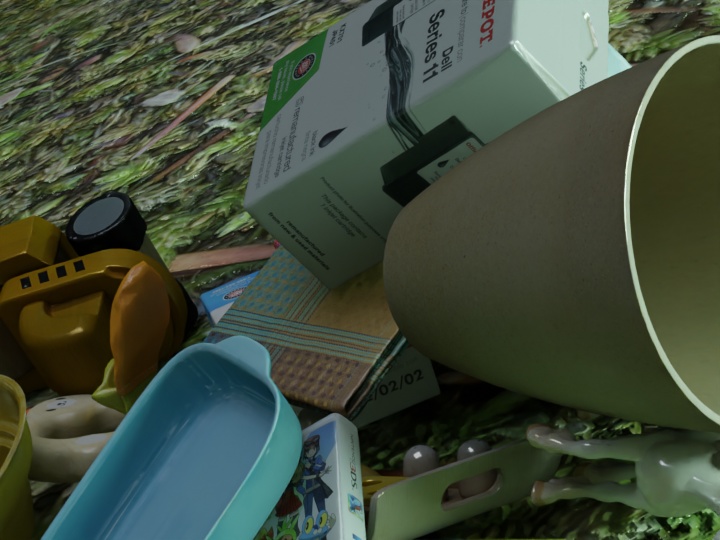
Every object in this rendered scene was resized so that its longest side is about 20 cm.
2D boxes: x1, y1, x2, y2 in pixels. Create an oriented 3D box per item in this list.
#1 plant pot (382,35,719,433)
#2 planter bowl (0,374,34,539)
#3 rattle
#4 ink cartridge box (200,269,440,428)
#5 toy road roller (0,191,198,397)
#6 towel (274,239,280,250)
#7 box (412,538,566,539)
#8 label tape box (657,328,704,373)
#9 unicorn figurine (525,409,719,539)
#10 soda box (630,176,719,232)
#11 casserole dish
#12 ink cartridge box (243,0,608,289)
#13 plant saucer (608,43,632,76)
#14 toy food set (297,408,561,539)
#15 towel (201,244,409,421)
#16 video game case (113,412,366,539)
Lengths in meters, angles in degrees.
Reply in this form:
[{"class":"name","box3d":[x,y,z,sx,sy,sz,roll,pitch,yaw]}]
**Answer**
[{"class":"plant pot","box3d":[0.113,-0.007,0.907,0.200,0.188,0.187,-8,27,46]},{"class":"planter bowl","box3d":[-0.269,0.165,1.137,0.200,0.084,0.201,-26,31,17]},{"class":"rattle","box3d":[-0.208,0.072,1.227,0.130,0.143,0.200,-34,25,-29]},{"class":"ink cartridge box","box3d":[-0.024,0.054,1.173,0.115,0.068,0.200,-22,22,-8]},{"class":"toy road roller","box3d":[-0.226,0.043,1.340,0.200,0.123,0.146,-17,35,16]},{"class":"towel","box3d":[0.059,0.005,1.134,0.146,0.030,0.200,-9,22,-40]},{"class":"box","box3d":[0.001,0.185,0.898,0.200,0.048,0.122,-7,26,35]},{"class":"label tape box","box3d":[0.200,0.006,1.036,0.143,0.066,0.200,19,48,38]},{"class":"unicorn figurine","box3d":[0.156,0.101,0.891,0.137,0.074,0.200,1,27,27]},{"class":"soda box","box3d":[0.196,-0.040,0.989,0.200,0.064,0.070,11,44,31]},{"class":"casserole dish","box3d":[-0.098,0.126,0.895,0.200,0.039,0.121,-56,36,-7]},{"class":"ink cartridge box","box3d":[0.039,-0.100,1.039,0.200,0.083,0.147,-29,33,29]},{"class":"plant saucer","box3d":[0.141,-0.078,1.166,0.039,0.201,0.201,-35,13,37]},{"class":"toy food set","box3d":[-0.010,0.109,0.984,0.143,0.061,0.200,-13,5,-44]},{"class":"towel","box3d":[0.000,0.000,1.078,0.147,0.022,0.200,11,55,45]},{"class":"video game case","box3d":[-0.078,0.185,0.871,0.200,0.022,0.183,-32,40,25]}]
